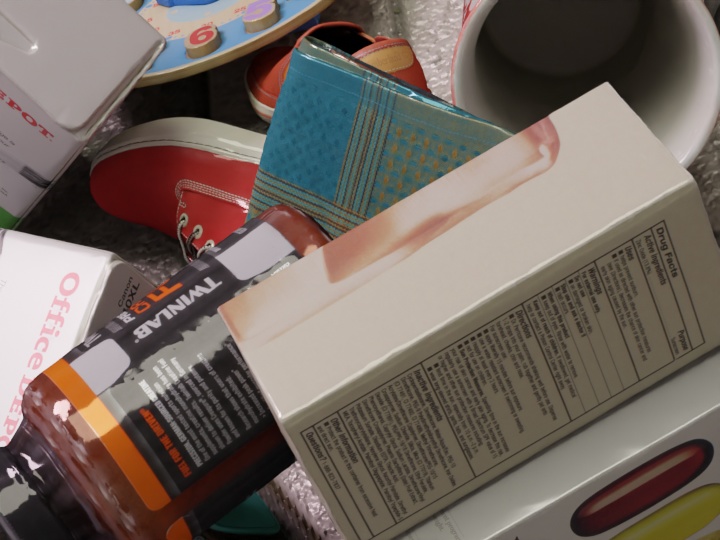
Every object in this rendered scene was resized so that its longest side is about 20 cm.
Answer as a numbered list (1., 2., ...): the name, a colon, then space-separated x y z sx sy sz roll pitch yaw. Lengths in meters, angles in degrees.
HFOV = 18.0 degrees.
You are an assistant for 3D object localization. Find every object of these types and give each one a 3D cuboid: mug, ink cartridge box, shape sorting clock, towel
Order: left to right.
1. ink cartridge box: -0.211 0.054 1.228 0.199 0.083 0.146 12 74 32
2. ink cartridge box: -0.211 -0.118 1.293 0.084 0.146 0.200 -52 9 -25
3. shape sorting clock: -0.092 -0.167 1.402 0.198 0.039 0.200 -19 23 8
4. towel: 0.000 0.000 1.137 0.146 0.201 0.022 27 22 28
5. mug: 0.092 -0.117 1.198 0.176 0.134 0.200 -25 18 10

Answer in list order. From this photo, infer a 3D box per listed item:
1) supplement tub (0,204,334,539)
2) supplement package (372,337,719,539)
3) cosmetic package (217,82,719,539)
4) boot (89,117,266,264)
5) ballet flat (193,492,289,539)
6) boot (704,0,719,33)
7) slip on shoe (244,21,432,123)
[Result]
1. supplement tub: -0.084 0.064 1.067 0.199 0.107 0.107 -36 45 -13
2. supplement package: 0.094 0.096 1.048 0.199 0.114 0.110 -30 43 -2
3. cosmetic package: 0.052 0.021 0.984 0.199 0.104 0.087 -29 43 -4
4. boot: -0.085 -0.006 1.260 0.198 0.073 0.145 9 56 27
5. ballet flat: -0.060 0.152 1.108 0.074 0.074 0.200 -38 44 -12
6. boot: 0.274 -0.193 1.267 0.198 0.070 0.132 -15 40 6
7. slip on shoe: -0.014 -0.113 1.297 0.074 0.062 0.200 -19 17 -18
